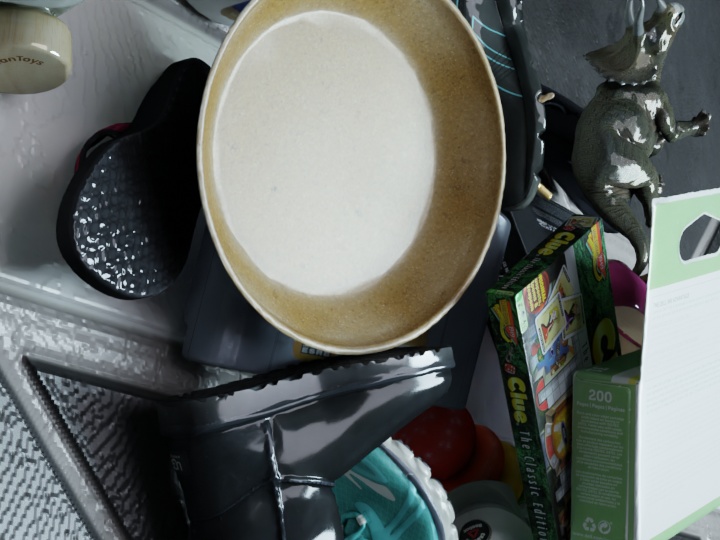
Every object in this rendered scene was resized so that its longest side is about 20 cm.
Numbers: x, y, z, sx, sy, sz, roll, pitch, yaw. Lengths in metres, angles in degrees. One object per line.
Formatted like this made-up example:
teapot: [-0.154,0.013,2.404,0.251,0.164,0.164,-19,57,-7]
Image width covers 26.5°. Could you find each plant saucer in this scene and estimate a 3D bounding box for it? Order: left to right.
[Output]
plant saucer: [-0.008,-0.058,0.778,0.200,0.035,0.201,-3,94,-39]

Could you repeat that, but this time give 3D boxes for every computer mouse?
computer mouse: [0.144,-0.087,1.085,0.200,0.046,0.141,45,28,-26]

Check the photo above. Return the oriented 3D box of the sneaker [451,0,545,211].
sneaker: [0.060,-0.131,0.885,0.075,0.079,0.200,88,-7,-88]

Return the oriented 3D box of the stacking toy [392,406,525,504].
stacking toy: [0.089,0.143,0.971,0.200,0.085,0.086,42,48,-36]

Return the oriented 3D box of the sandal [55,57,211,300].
sandal: [-0.111,-0.044,0.764,0.200,0.045,0.075,-70,143,-59]

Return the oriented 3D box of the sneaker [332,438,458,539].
sneaker: [0.013,0.172,0.853,0.080,0.077,0.200,-32,106,-42]

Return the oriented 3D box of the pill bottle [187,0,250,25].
pill bottle: [-0.006,-0.207,0.815,0.111,0.200,0.111,21,64,-52]

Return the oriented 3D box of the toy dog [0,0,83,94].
toy dog: [-0.138,-0.157,0.645,0.096,0.200,0.132,7,49,-38]

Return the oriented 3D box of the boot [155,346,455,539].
boot: [-0.012,0.148,0.777,0.165,0.066,0.200,-12,93,-25]

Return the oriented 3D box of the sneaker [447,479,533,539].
sneaker: [0.108,0.223,0.939,0.200,0.074,0.089,51,20,-33]

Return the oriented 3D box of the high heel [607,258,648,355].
high heel: [0.159,0.048,0.954,0.200,0.067,0.096,3,68,-52]

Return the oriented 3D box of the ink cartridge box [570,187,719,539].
ink cartridge box: [0.176,0.052,0.889,0.145,0.048,0.200,-11,103,-54]

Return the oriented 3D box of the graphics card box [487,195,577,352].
graphics card box: [0.134,0.039,1.036,0.125,0.051,0.200,19,47,-52]

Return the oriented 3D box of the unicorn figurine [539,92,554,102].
unicorn figurine: [0.011,-0.056,0.912,0.137,0.074,0.200,33,80,-43]

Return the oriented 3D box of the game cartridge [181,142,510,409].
game cartridge: [0.000,0.000,0.844,0.200,0.042,0.133,13,95,-41]

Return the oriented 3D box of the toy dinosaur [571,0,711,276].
toy dinosaur: [0.181,-0.085,1.059,0.102,0.077,0.200,25,78,-27]

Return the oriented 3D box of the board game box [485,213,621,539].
board game box: [0.121,0.080,0.877,0.105,0.023,0.200,-41,125,-47]
